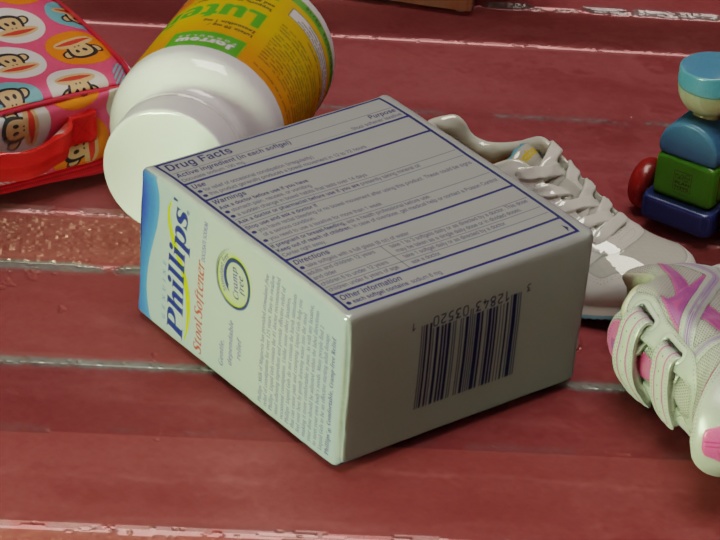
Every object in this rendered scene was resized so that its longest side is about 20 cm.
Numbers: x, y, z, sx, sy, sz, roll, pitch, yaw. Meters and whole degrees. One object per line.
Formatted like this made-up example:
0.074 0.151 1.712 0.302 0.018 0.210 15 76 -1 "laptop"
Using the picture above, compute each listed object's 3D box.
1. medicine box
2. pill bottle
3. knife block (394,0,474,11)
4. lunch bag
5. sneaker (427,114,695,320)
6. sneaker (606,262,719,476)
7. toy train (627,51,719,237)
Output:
0.000 0.000 1.647 0.182 0.103 0.200 -19 38 -34 "medicine box"
-0.092 -0.102 1.787 0.111 0.111 0.200 11 28 10 "pill bottle"
0.046 -0.282 2.055 0.200 0.176 0.064 8 30 6 "knife block"
-0.246 -0.104 1.804 0.200 0.082 0.176 -15 37 -31 "lunch bag"
0.115 -0.031 1.739 0.200 0.081 0.077 21 32 22 "sneaker"
0.184 0.055 1.616 0.088 0.081 0.200 4 23 1 "sneaker"
0.257 -0.108 1.854 0.085 0.116 0.200 23 35 26 "toy train"
